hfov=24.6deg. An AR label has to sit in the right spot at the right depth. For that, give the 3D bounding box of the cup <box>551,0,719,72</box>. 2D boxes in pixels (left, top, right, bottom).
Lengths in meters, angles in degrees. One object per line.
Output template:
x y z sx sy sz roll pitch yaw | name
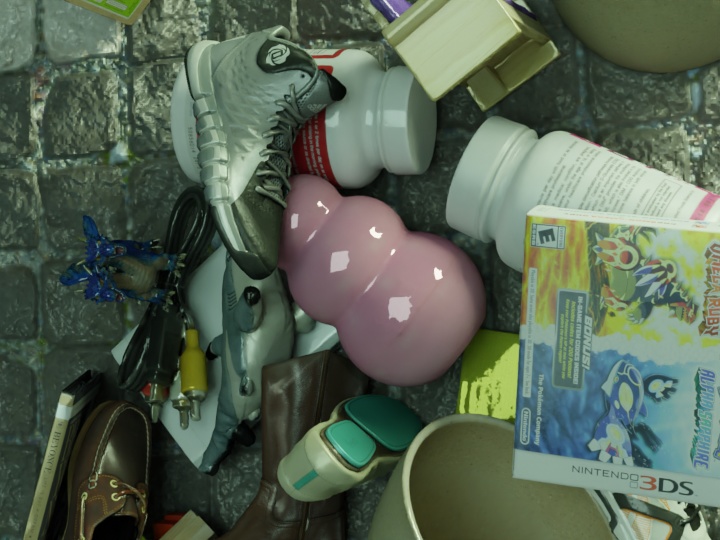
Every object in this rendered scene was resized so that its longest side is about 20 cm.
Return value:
0.219 -0.259 1.235 0.199 0.143 0.202 -1 87 20 | cup

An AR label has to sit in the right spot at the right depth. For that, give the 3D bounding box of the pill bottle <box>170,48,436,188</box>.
-0.044 -0.123 1.337 0.199 0.112 0.113 3 89 19 | pill bottle

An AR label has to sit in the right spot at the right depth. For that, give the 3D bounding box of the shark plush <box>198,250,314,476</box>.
-0.094 0.071 1.365 0.083 0.091 0.201 25 118 38 | shark plush

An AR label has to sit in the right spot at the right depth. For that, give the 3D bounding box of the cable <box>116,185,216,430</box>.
-0.155 0.032 1.391 0.097 0.050 0.201 -7 69 47 | cable

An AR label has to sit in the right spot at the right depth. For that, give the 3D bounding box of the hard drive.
-0.102 0.053 1.396 0.200 0.026 0.132 -43 75 13 | hard drive

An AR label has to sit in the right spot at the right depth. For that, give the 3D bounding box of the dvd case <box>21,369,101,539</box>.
-0.257 0.189 1.382 0.016 0.149 0.201 15 93 -1 | dvd case

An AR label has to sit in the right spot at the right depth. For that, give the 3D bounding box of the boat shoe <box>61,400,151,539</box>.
-0.203 0.202 1.339 0.070 0.070 0.201 -11 62 48 | boat shoe

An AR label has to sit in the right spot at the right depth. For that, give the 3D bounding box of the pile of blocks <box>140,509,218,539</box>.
-0.200 0.270 1.391 0.062 0.082 0.200 43 102 17 | pile of blocks

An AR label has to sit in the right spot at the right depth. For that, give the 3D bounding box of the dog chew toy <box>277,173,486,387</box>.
0.000 0.000 1.294 0.200 0.125 0.125 37 100 -1 | dog chew toy

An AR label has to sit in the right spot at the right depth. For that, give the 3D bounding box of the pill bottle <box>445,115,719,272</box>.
0.173 -0.038 1.257 0.199 0.113 0.114 25 96 18 | pill bottle

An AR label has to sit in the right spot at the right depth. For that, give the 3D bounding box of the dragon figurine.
-0.209 -0.009 1.352 0.200 0.099 0.059 24 95 60 | dragon figurine

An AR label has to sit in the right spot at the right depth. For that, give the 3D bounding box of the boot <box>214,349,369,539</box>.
-0.083 0.156 1.313 0.064 0.186 0.201 20 105 55 | boot

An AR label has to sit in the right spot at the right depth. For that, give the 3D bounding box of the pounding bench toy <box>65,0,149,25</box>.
-0.251 -0.316 1.371 0.156 0.200 0.124 42 101 15 | pounding bench toy

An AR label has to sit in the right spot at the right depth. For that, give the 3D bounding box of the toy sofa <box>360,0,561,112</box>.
0.080 -0.186 1.251 0.083 0.200 0.098 -37 82 15 | toy sofa

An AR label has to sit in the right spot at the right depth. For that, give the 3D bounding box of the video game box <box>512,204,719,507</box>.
0.203 0.062 1.174 0.181 0.047 0.201 5 102 17 | video game box

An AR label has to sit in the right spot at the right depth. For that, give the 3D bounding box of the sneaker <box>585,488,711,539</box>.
0.220 0.165 1.239 0.080 0.074 0.200 -41 87 23 | sneaker

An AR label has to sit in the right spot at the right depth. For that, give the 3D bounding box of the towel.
0.175 0.099 1.304 0.199 0.018 0.087 7 87 20 | towel

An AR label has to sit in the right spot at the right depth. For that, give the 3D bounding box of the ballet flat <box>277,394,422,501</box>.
-0.010 0.140 1.269 0.069 0.200 0.070 1 92 20 | ballet flat

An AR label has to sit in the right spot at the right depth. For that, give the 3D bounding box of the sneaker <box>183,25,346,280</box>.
-0.061 -0.100 1.235 0.115 0.075 0.201 -18 69 12 | sneaker

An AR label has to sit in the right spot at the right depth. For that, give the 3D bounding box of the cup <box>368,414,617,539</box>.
0.080 0.231 1.246 0.201 0.200 0.143 51 128 14 | cup
